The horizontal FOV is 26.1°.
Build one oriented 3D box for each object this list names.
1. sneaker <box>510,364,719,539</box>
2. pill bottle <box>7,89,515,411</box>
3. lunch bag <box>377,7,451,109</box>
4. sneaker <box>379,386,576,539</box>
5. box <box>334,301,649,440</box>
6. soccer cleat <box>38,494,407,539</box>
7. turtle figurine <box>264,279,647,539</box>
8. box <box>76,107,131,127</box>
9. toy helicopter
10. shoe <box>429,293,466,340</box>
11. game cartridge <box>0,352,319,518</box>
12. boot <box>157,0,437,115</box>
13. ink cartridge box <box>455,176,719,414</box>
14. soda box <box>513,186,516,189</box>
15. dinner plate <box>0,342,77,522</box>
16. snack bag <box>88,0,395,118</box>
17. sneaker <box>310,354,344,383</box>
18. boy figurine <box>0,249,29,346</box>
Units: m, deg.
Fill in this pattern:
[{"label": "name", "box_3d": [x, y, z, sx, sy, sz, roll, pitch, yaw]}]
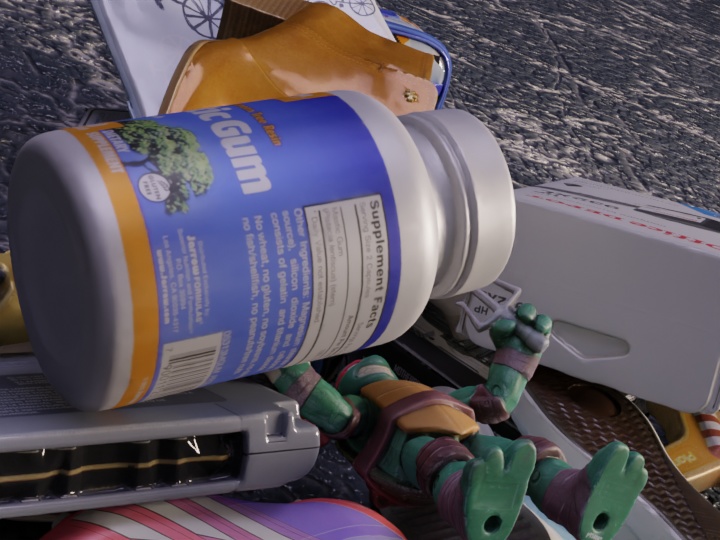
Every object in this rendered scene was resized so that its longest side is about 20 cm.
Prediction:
[{"label": "sneaker", "box_3d": [0.125, 0.127, 0.798, 0.072, 0.085, 0.200, -2, 39, -35]}, {"label": "pill bottle", "box_3d": [-0.037, -0.016, 0.652, 0.198, 0.113, 0.112, -13, 39, -30]}, {"label": "lunch bag", "box_3d": [-0.043, -0.122, 1.074, 0.198, 0.162, 0.076, 11, 21, -23]}, {"label": "sneaker", "box_3d": [0.067, 0.134, 0.783, 0.082, 0.074, 0.200, 45, 7, -28]}, {"label": "box", "box_3d": [0.082, 0.053, 0.961, 0.157, 0.050, 0.199, 36, 28, 27]}, {"label": "soccer cleat", "box_3d": [-0.051, 0.132, 0.659, 0.198, 0.068, 0.076, 6, 13, -43]}, {"label": "turtle figurine", "box_3d": [0.032, 0.064, 0.726, 0.148, 0.102, 0.200, -14, 27, -28]}, {"label": "box", "box_3d": [-0.081, -0.047, 0.948, 0.197, 0.061, 0.117, 4, 25, -1]}, {"label": "toy helicopter", "box_3d": [0.214, 0.121, 0.939, 0.199, 0.079, 0.132, -16, 53, -39]}, {"label": "shoe", "box_3d": [0.060, -0.015, 0.965, 0.054, 0.069, 0.200, 61, 14, -15]}, {"label": "game cartridge", "box_3d": [-0.133, 0.065, 0.655, 0.198, 0.041, 0.133, 0, 14, -36]}, {"label": "boot", "box_3d": [-0.033, -0.087, 0.888, 0.142, 0.071, 0.202, 20, 46, 2]}, {"label": "ink cartridge box", "box_3d": [0.156, 0.006, 0.884, 0.144, 0.085, 0.200, 17, 11, 18]}, {"label": "soda box", "box_3d": [0.048, -0.073, 1.175, 0.070, 0.064, 0.200, 5, 30, -34]}, {"label": "dinner plate", "box_3d": [-0.179, 0.062, 0.748, 0.198, 0.024, 0.201, 19, 25, -9]}, {"label": "snack bag", "box_3d": [-0.078, -0.165, 0.981, 0.198, 0.021, 0.190, -12, 65, -29]}, {"label": "sneaker", "box_3d": [0.000, -0.001, 0.834, 0.082, 0.201, 0.071, -9, 55, -27]}, {"label": "boy figurine", "box_3d": [-0.173, 0.006, 0.715, 0.123, 0.065, 0.200, -16, -5, 21]}]
